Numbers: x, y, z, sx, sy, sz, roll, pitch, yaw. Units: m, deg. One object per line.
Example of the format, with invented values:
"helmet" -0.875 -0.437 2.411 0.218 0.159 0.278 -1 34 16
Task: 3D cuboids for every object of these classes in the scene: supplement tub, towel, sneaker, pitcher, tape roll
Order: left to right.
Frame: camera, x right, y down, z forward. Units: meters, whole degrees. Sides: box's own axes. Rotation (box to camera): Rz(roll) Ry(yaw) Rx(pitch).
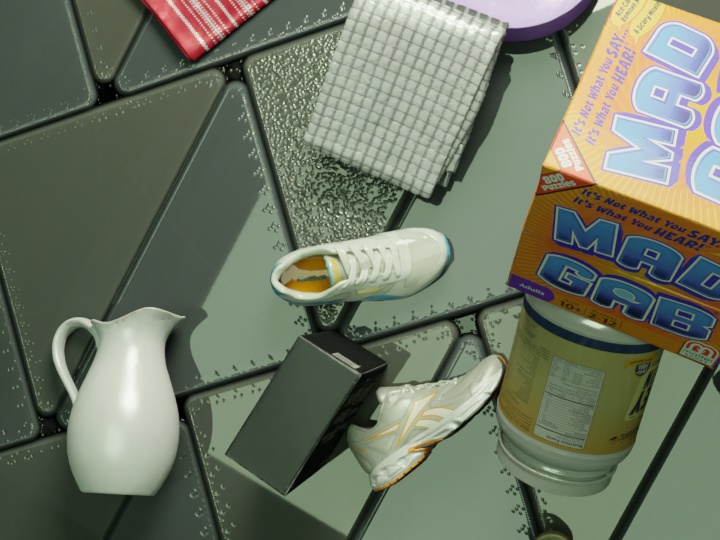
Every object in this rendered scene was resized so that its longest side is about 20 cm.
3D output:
"pitcher" -0.281 0.147 1.256 0.171 0.121 0.201 -4 77 29
"towel" -0.161 -0.353 1.286 0.200 0.022 0.145 -38 84 6
"sneaker" 0.000 0.000 1.221 0.199 0.081 0.077 -14 85 8
"towel" 0.049 -0.196 1.193 0.165 0.086 0.201 22 116 2
"sneaker" 0.067 0.146 1.212 0.200 0.076 0.092 -41 78 5
"tape roll" 0.169 -0.353 1.210 0.199 0.066 0.201 0 88 10
"supplement tub" 0.215 0.107 1.111 0.144 0.144 0.201 15 115 9

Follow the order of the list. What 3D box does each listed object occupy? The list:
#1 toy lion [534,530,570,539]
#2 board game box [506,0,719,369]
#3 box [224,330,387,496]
"toy lion" 0.200 0.387 1.167 0.200 0.069 0.192 32 101 10
"board game box" 0.265 -0.074 0.965 0.199 0.200 0.200 22 63 10
"box" -0.050 0.141 1.164 0.079 0.200 0.142 30 93 8
